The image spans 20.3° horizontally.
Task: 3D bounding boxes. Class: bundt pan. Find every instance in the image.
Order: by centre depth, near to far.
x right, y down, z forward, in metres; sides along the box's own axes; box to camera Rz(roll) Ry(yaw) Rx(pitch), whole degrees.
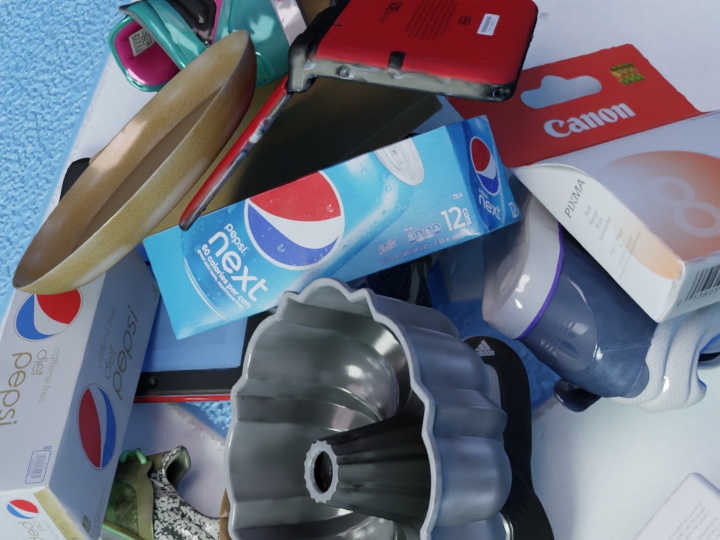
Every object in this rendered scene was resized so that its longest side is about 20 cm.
[{"bbox_3d":[0.010,0.105,1.058,0.202,0.075,0.203,-5,84,56],"label":"bundt pan"}]

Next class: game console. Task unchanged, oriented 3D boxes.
[{"bbox_3d":[0.004,-0.091,1.135,0.171,0.200,0.119,9,111,6],"label":"game console"},{"bbox_3d":[-0.116,0.001,1.285,0.199,0.031,0.178,-3,68,22],"label":"game console"}]

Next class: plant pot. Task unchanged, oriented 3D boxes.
[{"bbox_3d":[-0.125,-0.057,1.162,0.200,0.027,0.200,-42,17,16],"label":"plant pot"}]

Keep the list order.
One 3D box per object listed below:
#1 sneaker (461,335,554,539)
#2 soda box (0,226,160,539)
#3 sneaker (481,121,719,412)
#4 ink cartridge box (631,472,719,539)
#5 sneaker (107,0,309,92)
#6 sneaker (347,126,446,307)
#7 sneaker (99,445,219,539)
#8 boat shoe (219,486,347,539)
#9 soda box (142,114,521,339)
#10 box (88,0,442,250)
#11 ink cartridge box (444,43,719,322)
[{"bbox_3d":[0.050,0.137,1.142,0.115,0.075,0.202,178,92,-65],"label":"sneaker"},{"bbox_3d":[-0.177,0.069,1.194,0.063,0.068,0.201,-7,47,20],"label":"soda box"},{"bbox_3d":[0.149,0.003,1.151,0.081,0.146,0.200,-56,11,33],"label":"sneaker"},{"bbox_3d":[0.202,0.225,1.018,0.148,0.086,0.200,-47,60,-2],"label":"ink cartridge box"},{"bbox_3d":[-0.110,-0.172,1.305,0.120,0.084,0.200,-26,41,-3],"label":"sneaker"},{"bbox_3d":[0.000,0.000,1.214,0.085,0.077,0.200,11,61,39],"label":"sneaker"},{"bbox_3d":[-0.143,0.138,1.224,0.200,0.077,0.089,34,72,25],"label":"sneaker"},{"bbox_3d":[-0.049,0.175,1.153,0.073,0.063,0.201,10,61,6],"label":"boat shoe"},{"bbox_3d":[-0.017,-0.024,1.122,0.199,0.068,0.064,-20,91,25],"label":"soda box"},{"bbox_3d":[-0.064,-0.085,1.267,0.200,0.021,0.164,-37,42,-1],"label":"box"},{"bbox_3d":[0.168,-0.070,1.126,0.162,0.050,0.200,-17,54,-35],"label":"ink cartridge box"}]
